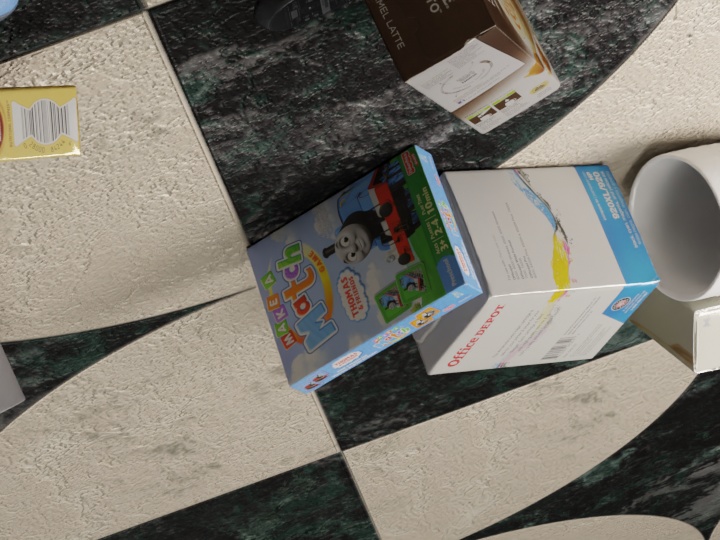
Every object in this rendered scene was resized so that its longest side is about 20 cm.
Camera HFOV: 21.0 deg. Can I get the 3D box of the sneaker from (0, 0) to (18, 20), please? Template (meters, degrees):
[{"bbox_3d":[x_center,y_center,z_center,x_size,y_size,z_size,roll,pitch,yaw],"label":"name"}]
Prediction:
[{"bbox_3d":[-0.286,-0.216,1.267,0.078,0.066,0.199,-38,149,25],"label":"sneaker"}]

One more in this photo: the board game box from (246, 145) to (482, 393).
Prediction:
[{"bbox_3d":[0.000,0.000,1.784,0.199,0.152,0.037,-31,151,22],"label":"board game box"}]

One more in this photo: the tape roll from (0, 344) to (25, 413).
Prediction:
[{"bbox_3d":[-0.406,0.130,1.752,0.199,0.067,0.200,-24,-177,1],"label":"tape roll"}]

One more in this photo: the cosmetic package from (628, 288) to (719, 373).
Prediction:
[{"bbox_3d":[0.344,0.029,2.029,0.104,0.200,0.072,-10,114,-16],"label":"cosmetic package"}]

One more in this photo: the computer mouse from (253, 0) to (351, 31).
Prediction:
[{"bbox_3d":[0.007,-0.237,1.479,0.199,0.034,0.059,-24,164,-6],"label":"computer mouse"}]

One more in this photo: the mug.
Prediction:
[{"bbox_3d":[0.394,-0.049,1.926,0.174,0.200,0.149,-12,114,-31],"label":"mug"}]

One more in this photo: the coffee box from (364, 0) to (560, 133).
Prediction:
[{"bbox_3d":[0.073,-0.187,1.471,0.079,0.115,0.200,-30,165,14],"label":"coffee box"}]

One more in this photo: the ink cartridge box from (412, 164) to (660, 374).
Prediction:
[{"bbox_3d":[0.153,-0.003,1.893,0.199,0.145,0.147,-4,149,-30],"label":"ink cartridge box"}]

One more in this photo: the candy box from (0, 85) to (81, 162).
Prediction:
[{"bbox_3d":[-0.313,-0.100,1.385,0.116,0.057,0.199,2,-171,44],"label":"candy box"}]
